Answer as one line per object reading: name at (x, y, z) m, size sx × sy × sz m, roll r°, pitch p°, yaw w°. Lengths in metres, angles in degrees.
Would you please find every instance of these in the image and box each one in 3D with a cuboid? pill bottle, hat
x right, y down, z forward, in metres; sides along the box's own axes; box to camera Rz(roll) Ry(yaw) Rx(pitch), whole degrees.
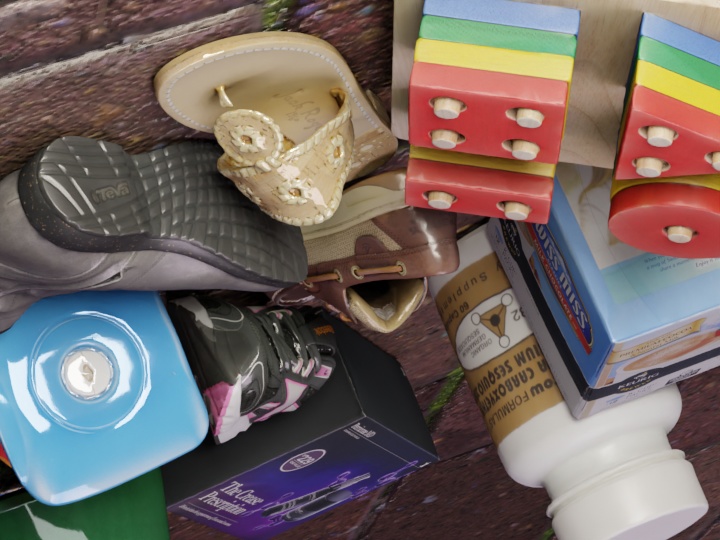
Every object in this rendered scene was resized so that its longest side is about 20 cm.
pill bottle at (0.126, 0.069, 1.754) m, size 0.114 × 0.200 × 0.114 m, roll -21°, pitch 163°, yaw -7°
hat at (-0.141, 0.197, 1.655) m, size 0.166 × 0.176 × 0.200 m, roll -20°, pitch 179°, yaw 44°

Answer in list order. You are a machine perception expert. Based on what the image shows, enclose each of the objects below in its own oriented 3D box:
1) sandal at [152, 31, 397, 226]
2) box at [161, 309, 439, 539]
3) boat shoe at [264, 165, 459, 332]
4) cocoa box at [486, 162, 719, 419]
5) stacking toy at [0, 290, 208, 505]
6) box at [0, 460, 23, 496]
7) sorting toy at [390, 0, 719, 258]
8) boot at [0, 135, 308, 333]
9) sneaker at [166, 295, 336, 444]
sandal at (-0.023, -0.054, 1.396) m, size 0.078 × 0.070 × 0.212 m, roll -27°, pitch 163°, yaw 15°
box at (-0.046, 0.102, 1.860) m, size 0.141 × 0.079 × 0.200 m, roll -28°, pitch 163°, yaw 8°
boat shoe at (0.000, 0.000, 1.566) m, size 0.072 × 0.072 × 0.200 m, roll -14°, pitch 173°, yaw -29°
cocoa box at (0.192, -0.025, 1.662) m, size 0.200 × 0.134 × 0.131 m, roll -19°, pitch 163°, yaw -13°
stacking toy at (-0.168, 0.067, 1.577) m, size 0.110 × 0.116 × 0.200 m, roll -22°, pitch 179°, yaw -21°
box at (-0.223, 0.127, 1.765) m, size 0.136 × 0.038 × 0.200 m, roll -13°, pitch 161°, yaw -29°
sorting toy at (0.110, -0.070, 1.352) m, size 0.198 × 0.070 × 0.200 m, roll 8°, pitch 160°, yaw 3°
boot at (-0.130, -0.009, 1.429) m, size 0.132 × 0.070 × 0.200 m, roll -30°, pitch 152°, yaw 33°
sneaker at (-0.056, 0.044, 1.669) m, size 0.086 × 0.080 × 0.200 m, roll -22°, pitch 176°, yaw -4°
